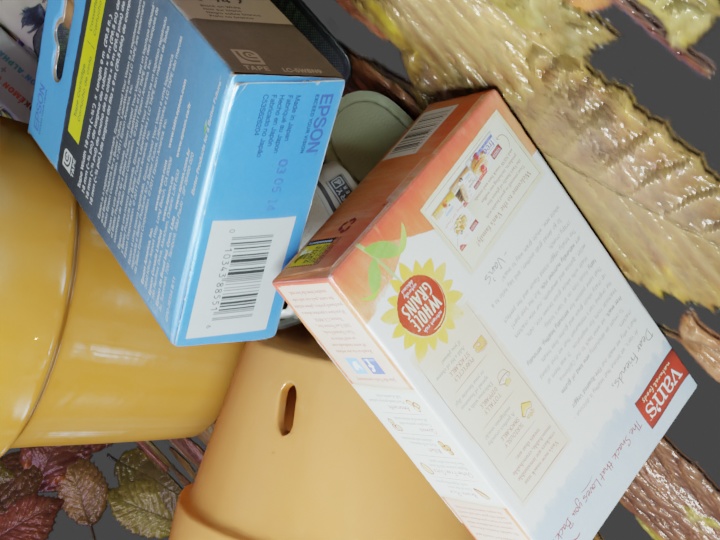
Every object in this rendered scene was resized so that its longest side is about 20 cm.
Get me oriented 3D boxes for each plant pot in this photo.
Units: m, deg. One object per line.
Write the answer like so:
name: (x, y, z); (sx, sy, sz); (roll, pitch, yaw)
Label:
plant pot: (-0.172, 0.023, 0.901); (0.181, 0.203, 0.200); (13, -179, -29)
plant pot: (-0.007, 0.112, 0.863); (0.197, 0.142, 0.200); (7, -174, -1)

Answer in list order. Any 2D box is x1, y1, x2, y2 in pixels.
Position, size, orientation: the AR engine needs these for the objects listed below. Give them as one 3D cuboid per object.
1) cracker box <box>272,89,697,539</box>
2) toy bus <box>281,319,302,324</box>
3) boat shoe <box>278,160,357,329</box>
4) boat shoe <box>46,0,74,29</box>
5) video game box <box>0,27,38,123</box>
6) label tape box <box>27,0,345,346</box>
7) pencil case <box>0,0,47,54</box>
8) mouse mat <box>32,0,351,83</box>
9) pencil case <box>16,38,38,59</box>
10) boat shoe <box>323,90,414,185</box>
cracker box: (0.067, 0.033, 0.742); (0.201, 0.134, 0.057); (52, 152, -20)
toy bus: (-0.010, 0.106, 0.999); (0.199, 0.079, 0.065); (36, -162, 10)
boat shoe: (-0.050, 0.001, 0.841); (0.075, 0.085, 0.202); (61, 166, 1)
boat shoe: (-0.180, -0.221, 0.806); (0.202, 0.071, 0.076); (62, -159, -1)
video game box: (-0.215, -0.080, 1.067); (0.182, 0.047, 0.200); (38, 163, 13)
label tape box: (-0.094, -0.081, 0.751); (0.200, 0.063, 0.146); (50, 133, 42)
pencil case: (-0.182, -0.168, 0.999); (0.199, 0.089, 0.079); (35, 117, 32)
mouse mat: (-0.105, -0.125, 0.881); (0.161, 0.008, 0.200); (47, 138, -3)
pencil case: (-0.224, -0.126, 1.209); (0.085, 0.085, 0.200); (20, 161, 5)
boat shoe: (0.043, -0.006, 0.830); (0.200, 0.074, 0.066); (47, 166, -2)
